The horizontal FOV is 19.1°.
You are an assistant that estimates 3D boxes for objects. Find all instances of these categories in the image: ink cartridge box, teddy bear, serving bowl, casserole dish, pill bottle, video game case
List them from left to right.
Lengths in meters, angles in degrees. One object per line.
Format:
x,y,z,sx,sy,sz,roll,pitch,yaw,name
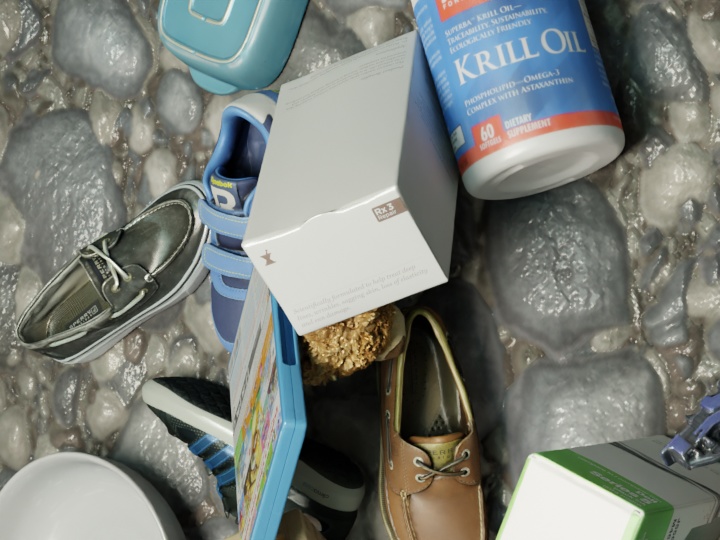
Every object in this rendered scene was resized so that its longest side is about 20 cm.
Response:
-0.199,0.237,1.613,0.199,0.066,0.202,-1,88,33,serving bowl
-0.090,-0.229,1.575,0.121,0.039,0.201,25,101,31,casserole dish
-0.064,0.082,1.430,0.201,0.018,0.144,-98,19,-49,video game case
0.000,0.000,1.451,0.145,0.067,0.200,-40,28,6,teddy bear
0.095,-0.158,1.405,0.112,0.112,0.202,-24,76,30,pill bottle
0.154,0.186,1.302,0.084,0.199,0.147,26,102,29,ink cartridge box

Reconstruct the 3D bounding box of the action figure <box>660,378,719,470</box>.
0.278,0.082,1.280,0.200,0.105,0.194,-38,59,-6,action figure

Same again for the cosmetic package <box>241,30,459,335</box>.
0.000,-0.060,1.381,0.112,0.201,0.081,-19,122,21,cosmetic package

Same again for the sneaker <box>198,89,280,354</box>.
-0.083,-0.035,1.537,0.073,0.082,0.202,12,98,32,sneaker

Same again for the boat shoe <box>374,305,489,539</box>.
0.046,0.124,1.438,0.071,0.068,0.202,-12,80,-10,boat shoe

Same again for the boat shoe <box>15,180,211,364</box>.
-0.181,0.007,1.606,0.200,0.071,0.072,-44,66,24,boat shoe

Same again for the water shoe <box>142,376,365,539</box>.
-0.090,0.142,1.541,0.199,0.071,0.079,27,105,32,water shoe

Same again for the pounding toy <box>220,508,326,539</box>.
-0.077,0.307,1.443,0.183,0.142,0.201,-23,53,9,pounding toy
